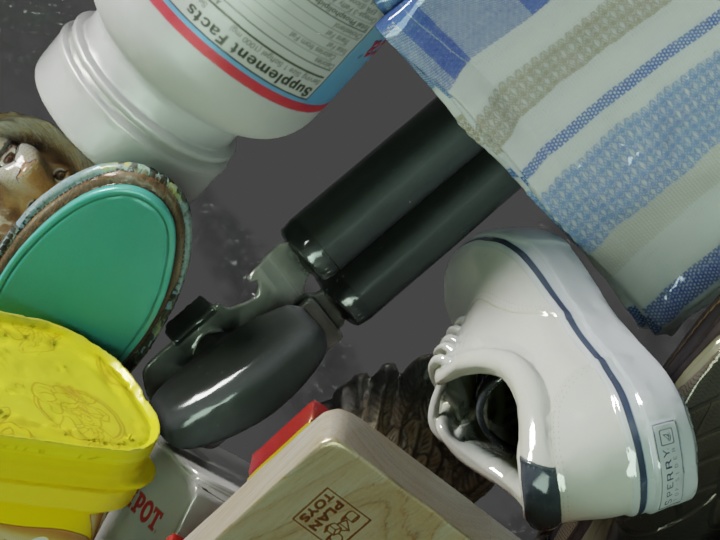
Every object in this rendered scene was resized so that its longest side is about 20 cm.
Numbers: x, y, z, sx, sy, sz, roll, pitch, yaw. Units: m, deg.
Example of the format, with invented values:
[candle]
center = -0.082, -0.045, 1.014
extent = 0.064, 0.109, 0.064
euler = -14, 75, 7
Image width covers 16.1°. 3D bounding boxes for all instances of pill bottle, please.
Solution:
[pill bottle]
center = -0.031, -0.122, 0.956
extent = 0.109, 0.109, 0.200
euler = 42, 111, -6

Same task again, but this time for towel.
[towel]
center = 0.114, -0.073, 0.947
extent = 0.147, 0.024, 0.200
euler = -37, 124, 13

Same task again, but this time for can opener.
[can opener]
center = 0.000, 0.000, 0.983
extent = 0.200, 0.066, 0.053
euler = -43, 128, -7

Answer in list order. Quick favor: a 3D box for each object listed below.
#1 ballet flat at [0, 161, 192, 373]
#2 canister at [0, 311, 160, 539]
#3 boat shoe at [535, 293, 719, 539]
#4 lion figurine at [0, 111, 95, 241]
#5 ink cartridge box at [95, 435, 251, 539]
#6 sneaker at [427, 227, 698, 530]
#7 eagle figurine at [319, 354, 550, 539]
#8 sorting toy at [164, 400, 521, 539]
[ballet flat]
center = -0.120, 0.025, 0.995
extent = 0.074, 0.074, 0.200
euler = 32, 120, -2
[canister]
center = -0.179, 0.116, 0.926
extent = 0.148, 0.087, 0.201
euler = 11, 117, -38
[boat shoe]
center = 0.115, 0.073, 1.005
extent = 0.074, 0.073, 0.201
euler = 8, 126, -31
[lion figurine]
center = -0.197, 0.011, 1.038
extent = 0.122, 0.072, 0.200
euler = 35, 98, 1
[ink cartridge box]
center = -0.094, 0.166, 0.999
extent = 0.083, 0.146, 0.201
euler = 27, 91, -23
[sneaker]
center = 0.056, 0.035, 0.945
extent = 0.070, 0.200, 0.073
euler = -10, 109, -13
[eagle figurine]
center = 0.005, 0.150, 1.033
extent = 0.151, 0.151, 0.201
euler = 27, 127, 29
[sorting toy]
center = 0.004, 0.150, 0.875
extent = 0.199, 0.070, 0.200
euler = 38, 118, -18
